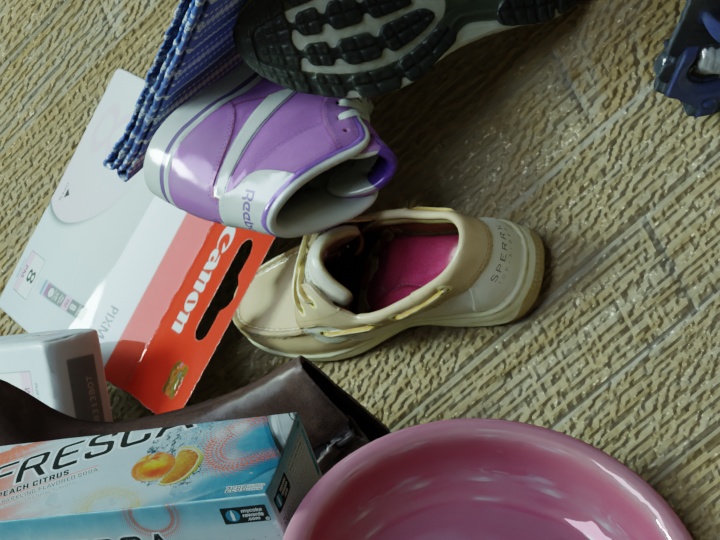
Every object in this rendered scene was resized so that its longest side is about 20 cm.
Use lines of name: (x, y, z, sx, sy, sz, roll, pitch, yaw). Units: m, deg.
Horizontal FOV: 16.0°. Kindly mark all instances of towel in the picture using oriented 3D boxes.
towel: (-0.063, -0.139, 1.344, 0.024, 0.145, 0.200, 43, 145, 7)

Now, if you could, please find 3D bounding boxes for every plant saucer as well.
plant saucer: (0.059, 0.160, 1.160, 0.051, 0.200, 0.201, 98, 157, -49)

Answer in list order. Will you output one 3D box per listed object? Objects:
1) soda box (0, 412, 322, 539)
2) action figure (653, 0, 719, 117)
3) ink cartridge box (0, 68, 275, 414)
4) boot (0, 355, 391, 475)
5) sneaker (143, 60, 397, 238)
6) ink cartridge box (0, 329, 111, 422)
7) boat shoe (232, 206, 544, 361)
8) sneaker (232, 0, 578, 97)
soda box: (-0.118, 0.122, 1.229, 0.200, 0.068, 0.064, -8, 33, 19)
action figure: (0.156, -0.173, 1.195, 0.200, 0.193, 0.105, 120, 160, -51)
ink cartridge box: (-0.123, -0.018, 1.446, 0.163, 0.057, 0.200, -62, 26, 1)
boot: (-0.093, 0.084, 1.304, 0.166, 0.200, 0.072, -36, 28, 22)
sneaker: (-0.008, -0.084, 1.353, 0.114, 0.073, 0.200, 21, 54, 33)
ink cartridge box: (-0.217, 0.122, 1.445, 0.200, 0.057, 0.163, -7, 94, 37)
boat shoe: (0.000, 0.000, 1.338, 0.200, 0.069, 0.074, -13, 63, 39)
sneaker: (0.023, -0.144, 1.339, 0.089, 0.200, 0.077, -151, 46, -66)
